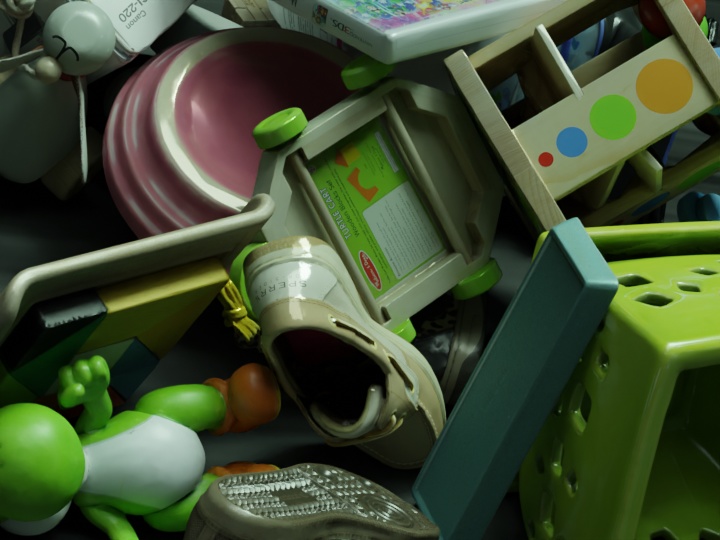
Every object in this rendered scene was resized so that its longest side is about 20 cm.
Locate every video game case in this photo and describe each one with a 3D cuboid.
[{"bbox_3d":[0.024,-0.186,1.759,0.200,0.024,0.182,-18,38,-42],"label":"video game case"}]

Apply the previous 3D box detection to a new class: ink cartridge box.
[{"bbox_3d":[-0.164,-0.187,1.853,0.085,0.200,0.146,50,65,-13],"label":"ink cartridge box"}]

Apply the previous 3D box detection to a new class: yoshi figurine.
[{"bbox_3d":[-0.133,0.103,1.535,0.200,0.112,0.112,-5,43,-26],"label":"yoshi figurine"}]

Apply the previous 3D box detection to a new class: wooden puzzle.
[{"bbox_3d":[-0.151,0.041,1.565,0.200,0.185,0.037,-22,71,-44],"label":"wooden puzzle"}]

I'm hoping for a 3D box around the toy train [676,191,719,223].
[{"bbox_3d":[0.160,0.026,1.757,0.085,0.116,0.200,50,34,-3],"label":"toy train"}]

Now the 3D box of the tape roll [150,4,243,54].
[{"bbox_3d":[-0.045,-0.119,1.916,0.203,0.037,0.203,28,8,-4],"label":"tape roll"}]

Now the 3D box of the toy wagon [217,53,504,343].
[{"bbox_3d":[-0.008,-0.027,1.675,0.200,0.155,0.040,-34,16,-24],"label":"toy wagon"}]

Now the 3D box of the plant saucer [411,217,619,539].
[{"bbox_3d":[0.081,0.068,1.592,0.019,0.200,0.070,13,28,-28],"label":"plant saucer"}]

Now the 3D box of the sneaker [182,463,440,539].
[{"bbox_3d":[-0.035,0.151,1.545,0.070,0.076,0.200,37,15,32],"label":"sneaker"}]

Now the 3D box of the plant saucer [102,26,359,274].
[{"bbox_3d":[-0.054,-0.075,1.745,0.200,0.051,0.201,7,54,-9],"label":"plant saucer"}]

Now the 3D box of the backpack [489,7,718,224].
[{"bbox_3d":[0.127,-0.140,1.969,0.147,0.183,0.200,4,27,-20],"label":"backpack"}]

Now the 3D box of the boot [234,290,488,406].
[{"bbox_3d":[0.000,0.000,1.794,0.150,0.073,0.200,11,39,-8],"label":"boot"}]

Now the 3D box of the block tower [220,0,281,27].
[{"bbox_3d":[-0.009,-0.171,2.080,0.200,0.058,0.054,-1,35,-28],"label":"block tower"}]

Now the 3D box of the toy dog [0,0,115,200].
[{"bbox_3d":[-0.208,-0.096,1.771,0.132,0.200,0.096,31,65,19],"label":"toy dog"}]

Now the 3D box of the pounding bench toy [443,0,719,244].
[{"bbox_3d":[0.156,-0.093,1.763,0.156,0.200,0.124,-30,77,0],"label":"pounding bench toy"}]

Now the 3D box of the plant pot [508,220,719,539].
[{"bbox_3d":[0.186,0.078,1.636,0.199,0.200,0.181,-4,30,-28],"label":"plant pot"}]

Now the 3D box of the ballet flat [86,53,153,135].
[{"bbox_3d":[-0.113,-0.094,1.885,0.200,0.073,0.073,32,34,21],"label":"ballet flat"}]

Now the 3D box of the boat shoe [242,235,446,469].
[{"bbox_3d":[-0.009,0.064,1.613,0.074,0.200,0.069,-20,48,19],"label":"boat shoe"}]

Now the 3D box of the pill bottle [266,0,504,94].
[{"bbox_3d":[0.011,-0.175,1.917,0.113,0.114,0.200,2,16,-22],"label":"pill bottle"}]
